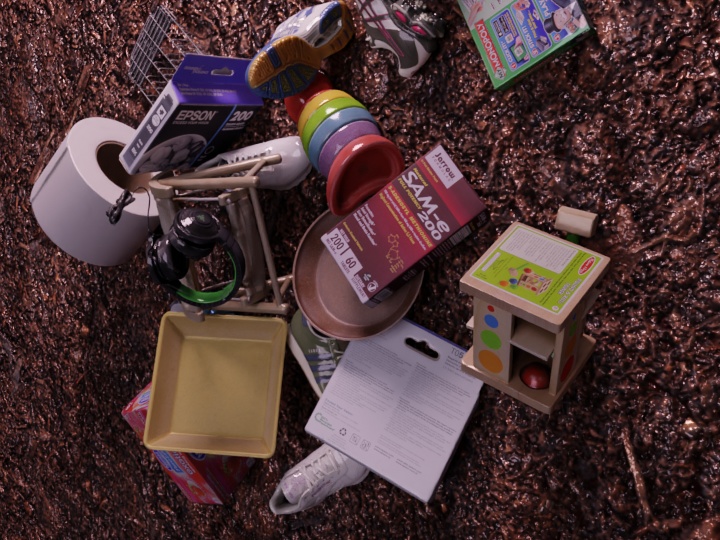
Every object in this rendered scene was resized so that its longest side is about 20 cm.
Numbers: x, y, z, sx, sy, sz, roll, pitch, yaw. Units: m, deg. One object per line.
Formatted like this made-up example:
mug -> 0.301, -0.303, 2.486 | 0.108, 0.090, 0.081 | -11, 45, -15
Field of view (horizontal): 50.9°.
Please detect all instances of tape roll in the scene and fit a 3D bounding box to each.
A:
tape roll -> -0.423, -0.130, 1.259 | 0.139, 0.201, 0.205 | -41, 73, 30

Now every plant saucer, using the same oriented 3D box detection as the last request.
plant saucer -> 0.000, 0.000, 1.053 | 0.196, 0.037, 0.206 | -6, 73, 20
plant saucer -> -0.209, 0.170, 1.128 | 0.195, 0.049, 0.205 | 3, 73, 6

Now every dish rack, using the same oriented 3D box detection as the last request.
dish rack -> -0.303, -0.326, 1.247 | 0.201, 0.054, 0.154 | 49, 117, 22

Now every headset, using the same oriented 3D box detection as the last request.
headset -> -0.243, -0.027, 0.998 | 0.123, 0.095, 0.200 | -35, 111, 25

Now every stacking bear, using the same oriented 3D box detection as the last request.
stacking bear -> -0.040, -0.198, 1.050 | 0.120, 0.115, 0.201 | -29, 60, -11

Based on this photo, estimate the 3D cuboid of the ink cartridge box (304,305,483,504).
ink cartridge box -> 0.053, 0.176, 1.027 | 0.193, 0.043, 0.203 | 26, 78, 19

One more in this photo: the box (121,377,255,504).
box -> -0.272, 0.267, 1.208 | 0.098, 0.096, 0.202 | -14, 115, 44

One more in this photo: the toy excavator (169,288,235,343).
toy excavator -> -0.213, 0.148, 1.218 | 0.196, 0.099, 0.199 | 19, 106, 22

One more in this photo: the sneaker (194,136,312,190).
sneaker -> -0.160, -0.157, 1.152 | 0.196, 0.080, 0.078 | -11, 88, 33

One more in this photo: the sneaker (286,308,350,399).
sneaker -> -0.035, 0.128, 1.102 | 0.201, 0.066, 0.090 | 51, 124, 22

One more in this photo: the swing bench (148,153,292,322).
swing bench -> -0.201, -0.044, 1.099 | 0.195, 0.130, 0.203 | -6, 111, 13

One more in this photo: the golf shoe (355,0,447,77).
golf shoe -> 0.023, -0.348, 1.013 | 0.201, 0.076, 0.089 | 49, 127, 21

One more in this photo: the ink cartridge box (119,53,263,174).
ink cartridge box -> -0.234, -0.229, 1.124 | 0.044, 0.197, 0.200 | 50, 120, 11

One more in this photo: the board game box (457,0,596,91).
board game box -> 0.186, -0.345, 0.929 | 0.133, 0.029, 0.204 | -27, 80, 34

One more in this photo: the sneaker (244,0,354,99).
sneaker -> -0.095, -0.301, 1.046 | 0.087, 0.200, 0.076 | 15, 138, 42

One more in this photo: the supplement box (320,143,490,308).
supplement box -> 0.059, -0.056, 0.985 | 0.199, 0.061, 0.110 | -38, 74, 7

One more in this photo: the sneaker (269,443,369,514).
sneaker -> -0.057, 0.305, 1.118 | 0.200, 0.099, 0.075 | -46, 69, 27

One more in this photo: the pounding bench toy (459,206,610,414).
pounding bench toy -> 0.220, 0.038, 0.898 | 0.123, 0.200, 0.158 | 24, 139, 31
